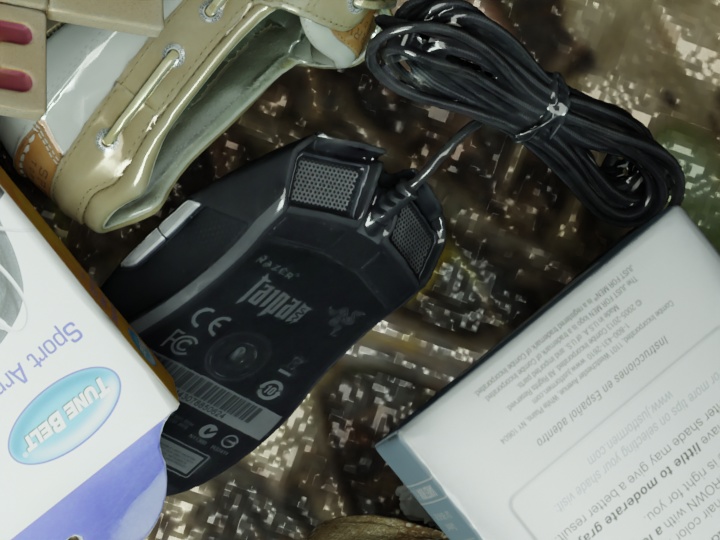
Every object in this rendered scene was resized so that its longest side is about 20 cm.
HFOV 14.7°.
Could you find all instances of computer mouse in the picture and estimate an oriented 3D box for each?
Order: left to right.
[{"bbox_3d":[0.000,0.000,0.842,0.140,0.046,0.200,23,121,-38],"label":"computer mouse"}]

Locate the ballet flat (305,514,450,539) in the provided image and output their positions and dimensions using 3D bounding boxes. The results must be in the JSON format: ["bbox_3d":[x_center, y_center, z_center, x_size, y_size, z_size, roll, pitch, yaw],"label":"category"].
[{"bbox_3d":[0.070,0.108,0.811,0.200,0.065,0.071,15,124,-10],"label":"ballet flat"}]

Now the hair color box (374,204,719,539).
[{"bbox_3d":[0.106,0.092,0.748,0.099,0.061,0.200,-39,88,-9],"label":"hair color box"}]

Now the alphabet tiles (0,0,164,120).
[{"bbox_3d":[-0.135,-0.134,0.765,0.167,0.008,0.200,9,58,-22],"label":"alphabet tiles"}]

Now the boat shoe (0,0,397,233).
[{"bbox_3d":[-0.019,-0.089,0.814,0.200,0.075,0.068,-38,74,3],"label":"boat shoe"}]

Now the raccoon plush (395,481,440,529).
[{"bbox_3d":[0.128,0.070,0.862,0.200,0.097,0.134,-19,112,28],"label":"raccoon plush"}]

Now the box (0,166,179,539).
[{"bbox_3d":[-0.143,0.013,0.774,0.119,0.041,0.200,-38,103,1],"label":"box"}]
